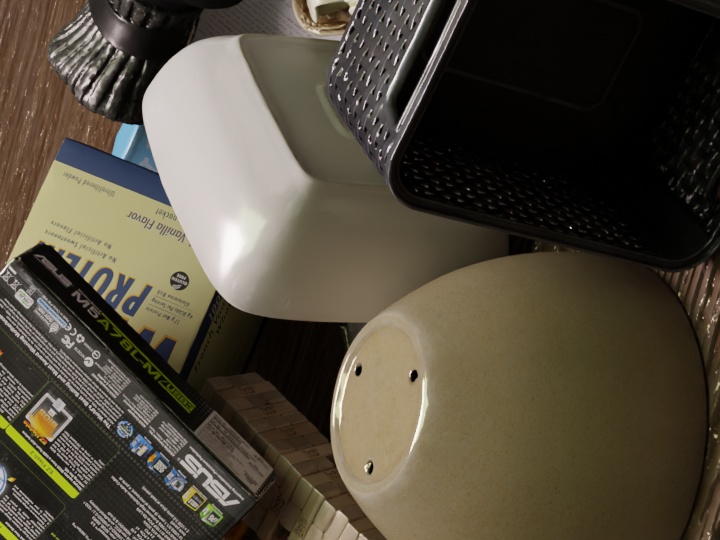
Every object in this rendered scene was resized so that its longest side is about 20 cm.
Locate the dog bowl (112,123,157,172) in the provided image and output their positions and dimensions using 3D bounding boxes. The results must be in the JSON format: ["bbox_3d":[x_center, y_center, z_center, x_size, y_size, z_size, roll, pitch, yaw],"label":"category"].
[{"bbox_3d":[-0.176,-0.067,1.353,0.200,0.049,0.112,-55,20,37],"label":"dog bowl"}]

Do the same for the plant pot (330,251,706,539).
[{"bbox_3d":[0.063,0.080,0.919,0.200,0.133,0.202,-30,55,54],"label":"plant pot"}]

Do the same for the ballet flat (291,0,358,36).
[{"bbox_3d":[0.009,-0.159,0.987,0.200,0.069,0.070,-174,96,-71],"label":"ballet flat"}]

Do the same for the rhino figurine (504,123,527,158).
[{"bbox_3d":[0.059,-0.116,1.015,0.201,0.087,0.060,-76,-11,-53],"label":"rhino figurine"}]

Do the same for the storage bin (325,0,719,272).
[{"bbox_3d":[0.101,-0.094,0.850,0.136,0.199,0.094,-64,33,23],"label":"storage bin"}]

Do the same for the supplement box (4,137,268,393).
[{"bbox_3d":[-0.159,0.050,1.185,0.200,0.133,0.201,76,-144,-76],"label":"supplement box"}]

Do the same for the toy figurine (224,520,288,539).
[{"bbox_3d":[-0.067,0.189,1.134,0.199,0.150,0.186,18,85,41],"label":"toy figurine"}]

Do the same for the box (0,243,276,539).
[{"bbox_3d":[-0.183,0.120,1.045,0.193,0.200,0.048,-46,0,22],"label":"box"}]

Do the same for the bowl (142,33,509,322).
[{"bbox_3d":[-0.012,-0.066,1.027,0.075,0.198,0.201,-61,40,36],"label":"bowl"}]

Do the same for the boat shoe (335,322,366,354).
[{"bbox_3d":[0.001,-0.001,1.126,0.072,0.066,0.203,-28,56,53],"label":"boat shoe"}]

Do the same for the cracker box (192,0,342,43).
[{"bbox_3d":[-0.038,-0.160,1.178,0.200,0.134,0.058,-33,25,51],"label":"cracker box"}]

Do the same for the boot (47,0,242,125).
[{"bbox_3d":[-0.128,-0.159,1.092,0.158,0.079,0.211,-55,18,14],"label":"boot"}]

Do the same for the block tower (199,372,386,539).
[{"bbox_3d":[-0.030,0.138,1.052,0.200,0.054,0.058,39,114,27],"label":"block tower"}]
